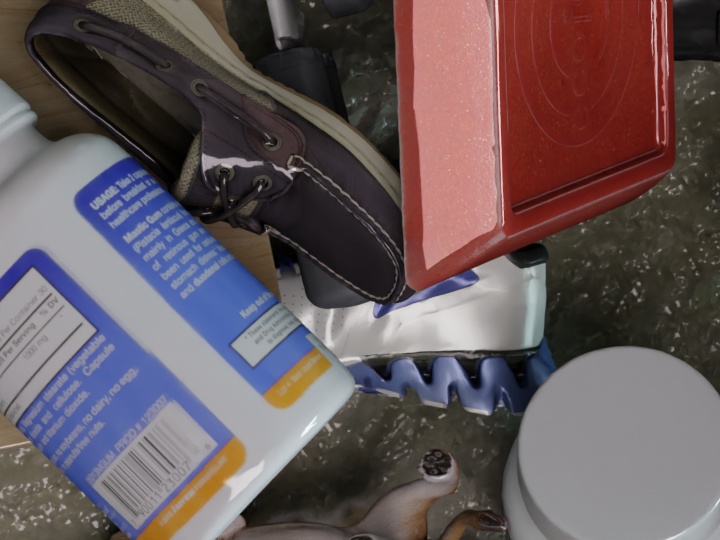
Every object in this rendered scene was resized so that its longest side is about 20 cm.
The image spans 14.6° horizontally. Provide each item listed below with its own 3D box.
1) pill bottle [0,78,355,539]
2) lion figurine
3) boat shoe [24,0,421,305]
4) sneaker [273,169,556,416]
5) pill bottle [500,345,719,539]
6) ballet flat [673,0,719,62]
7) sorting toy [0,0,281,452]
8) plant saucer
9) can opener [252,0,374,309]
[{"bbox_3d":[-0.108,0.016,1.140,0.200,0.112,0.112,45,98,2],"label":"pill bottle"},{"bbox_3d":[-0.029,0.134,1.313,0.200,0.073,0.123,3,153,8],"label":"lion figurine"},{"bbox_3d":[-0.056,-0.049,1.167,0.200,0.065,0.072,42,143,6],"label":"boat shoe"},{"bbox_3d":[0.001,0.000,1.312,0.199,0.081,0.115,6,95,-6],"label":"sneaker"},{"bbox_3d":[0.123,0.116,1.301,0.114,0.114,0.200,-19,155,-4],"label":"pill bottle"},{"bbox_3d":[0.118,-0.132,1.302,0.200,0.057,0.067,7,122,-7],"label":"ballet flat"},{"bbox_3d":[-0.146,-0.021,1.234,0.200,0.070,0.199,-10,82,-7],"label":"sorting toy"},{"bbox_3d":[0.081,-0.107,1.178,0.037,0.200,0.200,6,105,33],"label":"plant saucer"},{"bbox_3d":[-0.017,-0.083,1.244,0.066,0.053,0.200,-9,88,13],"label":"can opener"}]
